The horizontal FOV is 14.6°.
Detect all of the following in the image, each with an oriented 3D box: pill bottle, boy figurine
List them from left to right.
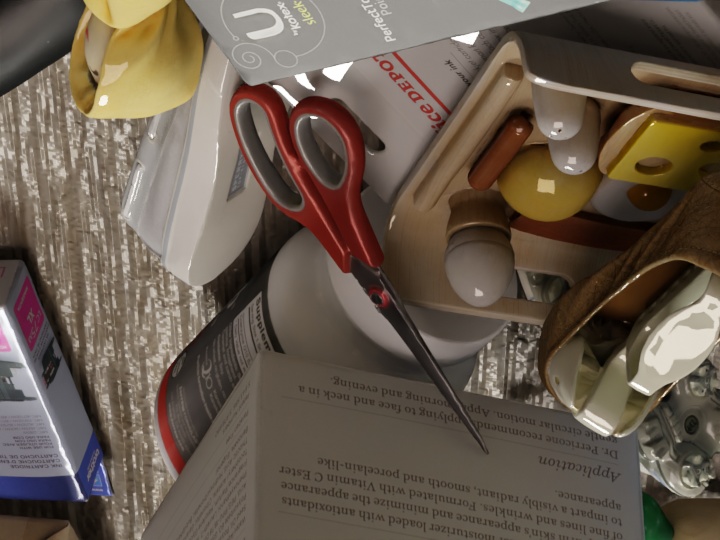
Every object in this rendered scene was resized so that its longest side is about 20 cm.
[{"bbox_3d":[-0.117,-0.154,1.203,0.064,0.124,0.200,-23,130,-12],"label":"boy figurine"},{"bbox_3d":[-0.012,0.043,1.405,0.116,0.116,0.200,28,138,-17],"label":"pill bottle"}]

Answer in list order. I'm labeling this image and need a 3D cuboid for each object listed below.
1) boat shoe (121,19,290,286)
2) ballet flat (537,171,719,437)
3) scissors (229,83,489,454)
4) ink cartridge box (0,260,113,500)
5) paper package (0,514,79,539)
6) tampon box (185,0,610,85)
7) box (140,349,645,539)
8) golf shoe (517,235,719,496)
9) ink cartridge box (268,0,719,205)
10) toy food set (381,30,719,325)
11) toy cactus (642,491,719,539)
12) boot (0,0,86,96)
[{"bbox_3d":[-0.071,-0.085,1.312,0.069,0.072,0.200,35,139,21],"label":"boat shoe"},{"bbox_3d":[0.125,0.029,1.212,0.068,0.072,0.200,31,143,-10],"label":"ballet flat"},{"bbox_3d":[0.000,0.000,1.276,0.073,0.014,0.200,0,125,42],"label":"scissors"},{"bbox_3d":[-0.218,0.072,1.548,0.119,0.042,0.200,1,141,16],"label":"ink cartridge box"},{"bbox_3d":[-0.212,0.253,1.619,0.103,0.191,0.200,5,156,8],"label":"paper package"},{"bbox_3d":[0.015,-0.185,1.116,0.200,0.126,0.150,-11,134,28],"label":"tampon box"},{"bbox_3d":[0.011,0.157,1.354,0.199,0.131,0.200,12,144,-17],"label":"box"},{"bbox_3d":[0.109,0.025,1.385,0.097,0.078,0.200,11,135,55],"label":"golf shoe"},{"bbox_3d":[0.066,-0.111,1.235,0.200,0.068,0.116,-19,132,32],"label":"ink cartridge box"},{"bbox_3d":[0.105,-0.029,1.228,0.143,0.060,0.200,9,152,-16],"label":"toy food set"},{"bbox_3d":[0.139,0.147,1.519,0.165,0.102,0.200,-9,144,-8],"label":"toy cactus"},{"bbox_3d":[-0.196,-0.071,1.285,0.198,0.163,0.073,-19,132,33],"label":"boot"}]
